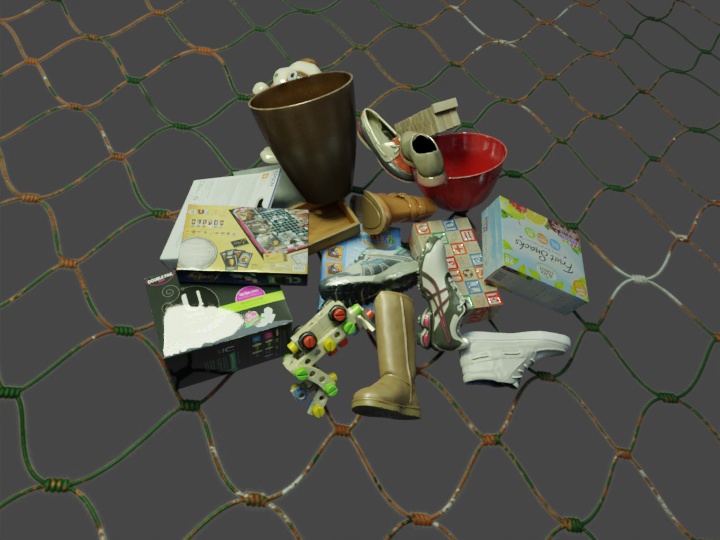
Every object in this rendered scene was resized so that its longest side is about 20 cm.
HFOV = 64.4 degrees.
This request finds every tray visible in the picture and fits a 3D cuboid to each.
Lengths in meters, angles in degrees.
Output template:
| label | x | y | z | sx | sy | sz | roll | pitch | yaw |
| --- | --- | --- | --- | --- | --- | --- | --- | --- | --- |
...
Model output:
| label | x | y | z | sx | sy | sz | roll | pitch | yaw |
| --- | --- | --- | --- | --- | --- | --- | --- | --- | --- |
| tray | -0.111 | -0.074 | 1.065 | 0.199 | 0.037 | 0.099 | -25 | 60 | -15 |

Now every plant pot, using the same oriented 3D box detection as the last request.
| label | x | y | z | sx | sy | sz | roll | pitch | yaw |
| --- | --- | --- | --- | --- | --- | --- | --- | --- | --- |
| plant pot | -0.081 | -0.229 | 1.034 | 0.186 | 0.201 | 0.187 | -11 | 32 | 7 |

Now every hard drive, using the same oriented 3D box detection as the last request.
| label | x | y | z | sx | sy | sz | roll | pitch | yaw |
| --- | --- | --- | --- | --- | --- | --- | --- | --- | --- |
| hard drive | -0.142 | -0.156 | 1.151 | 0.199 | 0.033 | 0.140 | -13 | 60 | -18 |

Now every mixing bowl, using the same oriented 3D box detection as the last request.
| label | x | y | z | sx | sy | sz | roll | pitch | yaw |
| --- | --- | --- | --- | --- | --- | --- | --- | --- | --- |
| mixing bowl | 0.197 | -0.190 | 1.166 | 0.199 | 0.109 | 0.201 | -7 | 36 | 5 |

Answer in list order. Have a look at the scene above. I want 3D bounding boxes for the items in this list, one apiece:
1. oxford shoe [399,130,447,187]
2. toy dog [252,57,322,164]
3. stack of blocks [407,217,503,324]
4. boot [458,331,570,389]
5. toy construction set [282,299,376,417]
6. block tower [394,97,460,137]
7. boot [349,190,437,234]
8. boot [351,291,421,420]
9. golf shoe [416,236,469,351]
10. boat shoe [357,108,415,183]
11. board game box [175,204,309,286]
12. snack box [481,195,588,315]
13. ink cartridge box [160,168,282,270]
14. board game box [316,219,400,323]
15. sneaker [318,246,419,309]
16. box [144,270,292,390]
| label | x | y | z | sx | sy | sz | roll | pitch | yaw |
| --- | --- | --- | --- | --- | --- | --- | --- | --- | --- |
| oxford shoe | 0.118 | -0.234 | 1.088 | 0.070 | 0.074 | 0.200 | -16 | 36 | -5 |
| toy dog | -0.127 | -0.327 | 1.166 | 0.193 | 0.200 | 0.140 | 9 | 56 | -3 |
| stack of blocks | 0.175 | 0.001 | 1.083 | 0.115 | 0.059 | 0.201 | -8 | 58 | -14 |
| boot | 0.270 | 0.161 | 0.993 | 0.199 | 0.074 | 0.096 | 0 | 62 | 0 |
| toy construction set | -0.045 | 0.124 | 0.922 | 0.200 | 0.092 | 0.131 | -48 | 118 | -25 |
| block tower | 0.137 | -0.305 | 1.201 | 0.054 | 0.200 | 0.058 | -22 | 98 | -18 |
| boot | 0.073 | -0.109 | 1.086 | 0.154 | 0.200 | 0.077 | 1 | 98 | -14 |
| boot | 0.038 | 0.130 | 0.909 | 0.066 | 0.175 | 0.201 | -12 | 68 | 25 |
| golf shoe | 0.146 | 0.040 | 0.984 | 0.088 | 0.201 | 0.077 | 2 | 10 | 28 |
| boat shoe | 0.065 | -0.271 | 1.244 | 0.071 | 0.063 | 0.200 | -29 | 67 | -27 |
| board game box | -0.183 | -0.042 | 0.919 | 0.199 | 0.035 | 0.136 | 2 | 54 | -6 |
| snack box | 0.329 | -0.027 | 1.088 | 0.199 | 0.068 | 0.169 | 21 | 52 | -17 |
| ink cartridge box | -0.243 | -0.093 | 1.042 | 0.199 | 0.041 | 0.200 | -4 | 53 | 21 |
| board game box | 0.000 | 0.000 | 1.068 | 0.150 | 0.037 | 0.201 | 6 | 57 | -6 |
| sneaker | 0.010 | 0.006 | 1.007 | 0.199 | 0.078 | 0.087 | -11 | 54 | -29 |
| box | -0.225 | 0.078 | 0.927 | 0.199 | 0.125 | 0.149 | -16 | 60 | -18 |
